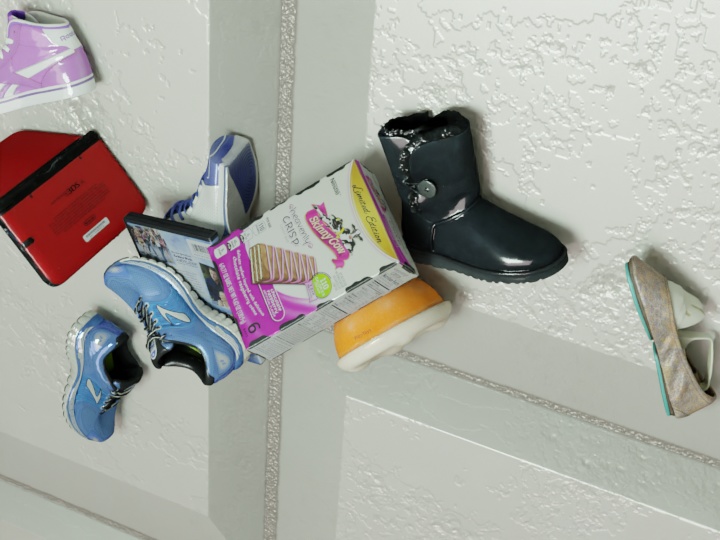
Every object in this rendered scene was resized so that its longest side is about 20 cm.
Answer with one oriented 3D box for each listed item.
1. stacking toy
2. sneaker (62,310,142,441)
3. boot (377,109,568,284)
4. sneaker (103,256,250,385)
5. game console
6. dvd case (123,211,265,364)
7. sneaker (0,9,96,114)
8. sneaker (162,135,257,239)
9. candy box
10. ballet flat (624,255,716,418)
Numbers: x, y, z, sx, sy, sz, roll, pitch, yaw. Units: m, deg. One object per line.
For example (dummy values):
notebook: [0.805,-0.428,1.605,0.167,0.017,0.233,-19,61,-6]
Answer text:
stacking toy: [0.000,0.000,1.634,0.146,0.146,0.201,-32,84,40]
sneaker: [-0.342,0.154,1.934,0.089,0.079,0.201,21,128,20]
boot: [0.116,-0.080,1.524,0.199,0.076,0.169,11,129,31]
sneaker: [-0.228,0.061,1.706,0.200,0.089,0.079,36,145,11]
game console: [-0.387,-0.078,1.733,0.118,0.200,0.173,-25,106,40]
dvd case: [-0.196,0.021,1.727,0.142,0.018,0.200,14,138,35]
sneaker: [-0.415,-0.251,1.727,0.200,0.073,0.115,-10,111,23]
sneaker: [-0.187,-0.066,1.706,0.115,0.081,0.200,16,129,17]
candy box: [-0.054,-0.010,1.575,0.200,0.061,0.137,-30,66,14]
ballet flat: [0.331,0.064,1.515,0.067,0.068,0.201,-14,119,15]
